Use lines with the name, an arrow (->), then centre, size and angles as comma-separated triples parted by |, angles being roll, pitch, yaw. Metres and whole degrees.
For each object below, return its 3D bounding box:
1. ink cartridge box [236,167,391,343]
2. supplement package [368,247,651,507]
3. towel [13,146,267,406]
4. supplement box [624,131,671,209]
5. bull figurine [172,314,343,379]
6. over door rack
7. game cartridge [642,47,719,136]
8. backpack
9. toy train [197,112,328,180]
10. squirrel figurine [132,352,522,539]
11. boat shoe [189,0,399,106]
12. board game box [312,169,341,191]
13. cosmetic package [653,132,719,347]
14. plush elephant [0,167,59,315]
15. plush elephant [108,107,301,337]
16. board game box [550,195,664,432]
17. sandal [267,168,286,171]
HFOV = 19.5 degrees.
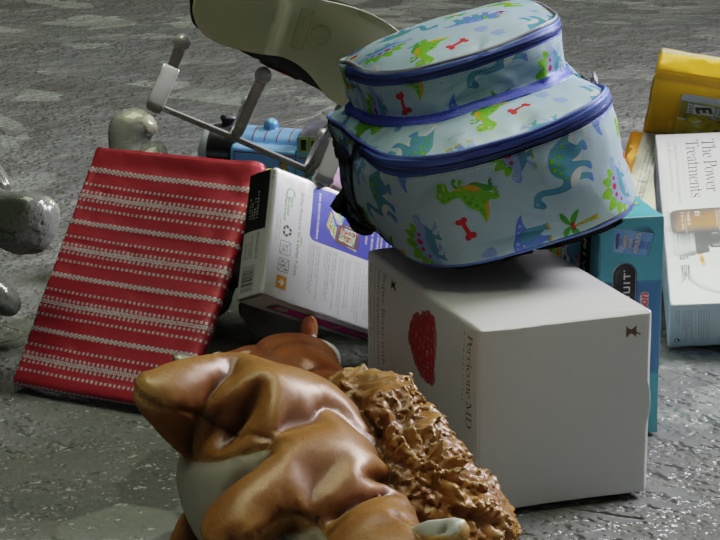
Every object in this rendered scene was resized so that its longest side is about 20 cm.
ink cartridge box -> 0.000, 0.000, 1.524 | 0.199, 0.095, 0.037 | 19, -22, -36
supplement package -> 0.091, 0.061, 1.357 | 0.119, 0.122, 0.200 | -5, 16, -19
towel -> -0.156, 0.003, 1.500 | 0.144, 0.201, 0.023 | 7, -24, 25
supplement box -> 0.313, -0.044, 1.756 | 0.199, 0.074, 0.126 | 6, 46, 19
bull figurine -> -0.054, 0.081, 1.392 | 0.121, 0.066, 0.200 | -11, 12, -15
over door rack -> -0.082, -0.123, 1.578 | 0.147, 0.067, 0.200 | 22, 2, -6
game cartridge -> 0.341, -0.120, 1.779 | 0.199, 0.033, 0.176 | 12, -21, 8
backpack -> 0.076, -0.089, 1.370 | 0.182, 0.148, 0.200 | -19, 22, -9
toy train -> -0.064, -0.080, 1.881 | 0.199, 0.115, 0.087 | 7, 16, 20
squirrel figurine -> 0.004, 0.127, 1.097 | 0.199, 0.142, 0.186 | -15, 28, -37
boat shoe -> -0.036, -0.178, 1.589 | 0.200, 0.074, 0.063 | 21, 15, -16
board game box -> 0.055, -0.031, 1.686 | 0.199, 0.041, 0.200 | 27, 13, -9
cosmetic package -> 0.311, -0.029, 1.648 | 0.150, 0.052, 0.201 | -1, 44, 4
plush elephant -> -0.316, -0.012, 1.551 | 0.200, 0.165, 0.155 | 34, -4, 20
plush elephant -> -0.104, -0.026, 1.614 | 0.154, 0.165, 0.201 | -11, 42, 5
board game box -> 0.162, 0.012, 1.484 | 0.047, 0.152, 0.200 | -3, 15, -9
sandal -> -0.142, -0.025, 1.790 | 0.199, 0.080, 0.087 | -9, -20, -9
